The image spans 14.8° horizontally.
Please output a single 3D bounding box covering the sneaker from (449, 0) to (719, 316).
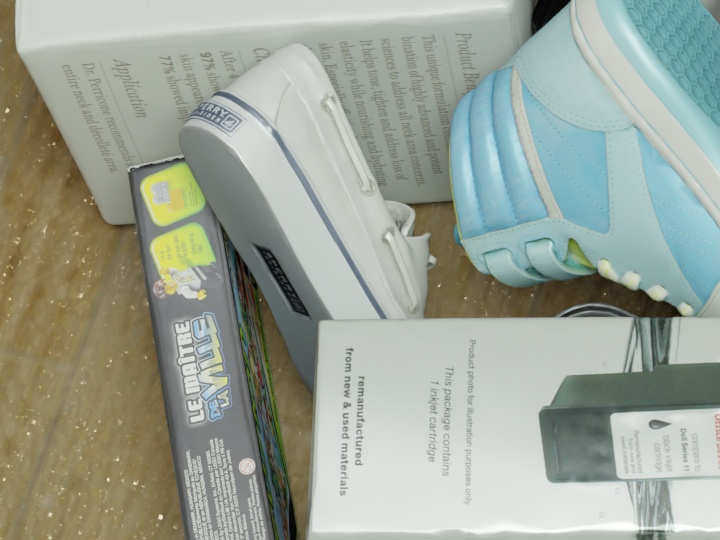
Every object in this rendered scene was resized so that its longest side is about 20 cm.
[{"bbox_3d":[0.112,-0.008,1.053,0.130,0.079,0.201,-33,92,34],"label":"sneaker"}]

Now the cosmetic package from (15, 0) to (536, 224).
[{"bbox_3d":[-0.028,-0.132,1.165,0.198,0.168,0.168,-3,65,6],"label":"cosmetic package"}]

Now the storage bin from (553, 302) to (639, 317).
[{"bbox_3d":[0.098,0.132,1.075,0.134,0.094,0.201,23,71,17],"label":"storage bin"}]

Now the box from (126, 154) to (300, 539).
[{"bbox_3d":[-0.054,0.066,1.116,0.034,0.110,0.201,-12,66,3],"label":"box"}]

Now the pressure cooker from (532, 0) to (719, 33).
[{"bbox_3d":[0.173,-0.124,1.114,0.176,0.178,0.201,41,120,31],"label":"pressure cooker"}]

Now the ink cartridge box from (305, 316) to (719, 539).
[{"bbox_3d":[0.089,0.078,0.970,0.198,0.147,0.084,0,67,7],"label":"ink cartridge box"}]

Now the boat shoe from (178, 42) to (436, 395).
[{"bbox_3d":[0.000,0.000,1.100,0.065,0.201,0.073,-43,41,-21],"label":"boat shoe"}]
